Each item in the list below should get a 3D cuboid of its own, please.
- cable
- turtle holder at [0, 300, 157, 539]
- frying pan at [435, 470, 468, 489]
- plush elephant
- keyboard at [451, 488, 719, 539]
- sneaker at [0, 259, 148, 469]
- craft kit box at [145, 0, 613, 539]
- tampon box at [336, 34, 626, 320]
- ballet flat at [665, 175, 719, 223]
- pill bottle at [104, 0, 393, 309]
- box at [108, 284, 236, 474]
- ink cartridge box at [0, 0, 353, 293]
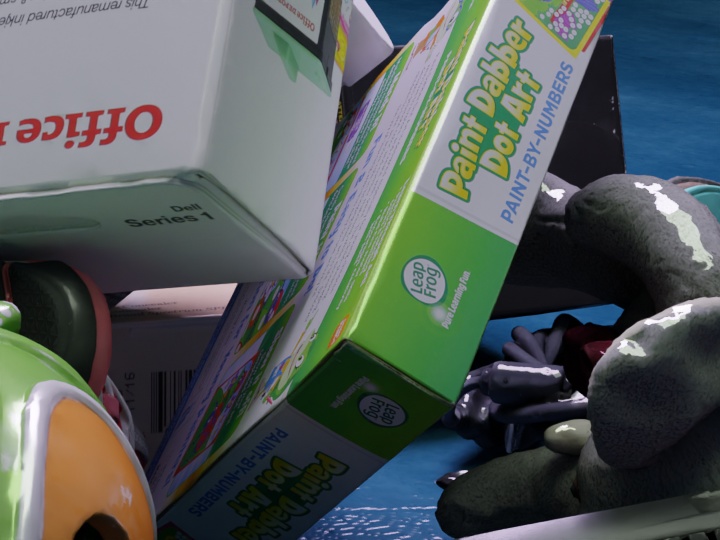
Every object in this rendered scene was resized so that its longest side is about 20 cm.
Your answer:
[{"bbox_3d":[0.135,0.043,1.107,0.162,0.051,0.200,-5,2,29],"label":"cable"},{"bbox_3d":[-0.146,0.090,0.719,0.184,0.142,0.132,2,16,-18],"label":"turtle holder"},{"bbox_3d":[0.136,0.095,0.978,0.189,0.031,0.115,-7,14,-21],"label":"frying pan"},{"bbox_3d":[0.099,0.059,0.839,0.199,0.166,0.155,-2,21,37],"label":"plush elephant"},{"bbox_3d":[0.121,0.116,0.726,0.199,0.021,0.128,-9,58,-15],"label":"keyboard"},{"bbox_3d":[-0.109,0.049,0.882,0.086,0.074,0.200,2,-25,-24],"label":"sneaker"},{"bbox_3d":[0.000,0.000,0.872,0.048,0.198,0.201,30,53,-8],"label":"craft kit box"},{"bbox_3d":[0.012,-0.036,1.213,0.149,0.127,0.200,-6,1,-29],"label":"tampon box"},{"bbox_3d":[0.151,0.000,1.066,0.068,0.069,0.199,-10,-8,38],"label":"ballet flat"},{"bbox_3d":[-0.092,-0.060,0.977,0.200,0.116,0.116,-37,12,6],"label":"pill bottle"},{"bbox_3d":[-0.091,0.033,1.106,0.094,0.078,0.200,-4,15,-18],"label":"box"},{"bbox_3d":[-0.081,-0.097,0.865,0.144,0.201,0.084,-5,-26,27],"label":"ink cartridge box"}]
